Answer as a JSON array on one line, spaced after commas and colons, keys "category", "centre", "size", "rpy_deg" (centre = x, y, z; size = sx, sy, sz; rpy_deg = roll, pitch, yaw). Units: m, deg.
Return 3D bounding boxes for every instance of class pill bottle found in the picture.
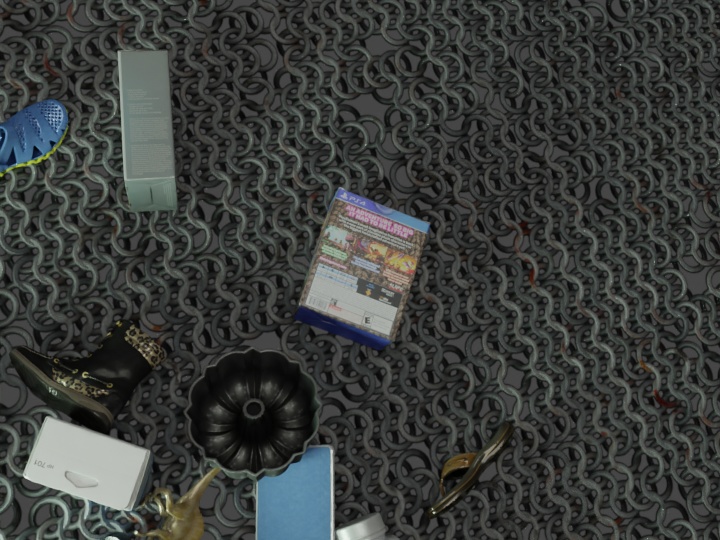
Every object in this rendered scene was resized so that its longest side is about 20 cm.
[{"category": "pill bottle", "centre": [0.026, 0.462, 1.364], "size": [0.108, 0.109, 0.202], "rpy_deg": [-18, 81, -15]}]

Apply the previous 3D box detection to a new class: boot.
[{"category": "boot", "centre": [-0.396, 0.134, 1.372], "size": [0.198, 0.074, 0.151], "rpy_deg": [25, 52, 24]}]

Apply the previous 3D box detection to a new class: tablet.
[{"category": "tablet", "centre": [-0.096, 0.361, 1.383], "size": [0.128, 0.014, 0.203], "rpy_deg": [-6, 75, 21]}]

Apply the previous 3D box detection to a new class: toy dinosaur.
[{"category": "toy dinosaur", "centre": [-0.267, 0.353, 1.369], "size": [0.100, 0.058, 0.202], "rpy_deg": [30, 73, -20]}]

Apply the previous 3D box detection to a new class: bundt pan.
[{"category": "bundt pan", "centre": [-0.156, 0.218, 1.383], "size": [0.199, 0.076, 0.204], "rpy_deg": [2, 57, -3]}]

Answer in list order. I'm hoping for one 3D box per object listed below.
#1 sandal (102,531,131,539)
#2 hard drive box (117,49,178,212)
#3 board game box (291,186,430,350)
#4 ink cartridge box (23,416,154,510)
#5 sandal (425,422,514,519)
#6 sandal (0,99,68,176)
[{"category": "sandal", "centre": [-0.310, 0.463, 1.313], "size": [0.076, 0.043, 0.201], "rpy_deg": [-44, 79, 23]}, {"category": "hard drive box", "centre": [-0.322, -0.209, 1.432], "size": [0.076, 0.156, 0.203], "rpy_deg": [-3, 76, -11]}, {"category": "board game box", "centre": [0.000, 0.000, 1.478], "size": [0.158, 0.097, 0.202], "rpy_deg": [21, 73, -6]}, {"category": "ink cartridge box", "centre": [-0.363, 0.266, 1.283], "size": [0.145, 0.200, 0.087], "rpy_deg": [20, 73, -6]}, {"category": "sandal", "centre": [0.162, 0.303, 1.452], "size": [0.054, 0.082, 0.200], "rpy_deg": [38, 73, 17]}, {"category": "sandal", "centre": [-0.529, -0.195, 1.422], "size": [0.200, 0.087, 0.080], "rpy_deg": [-41, 85, -20]}]
